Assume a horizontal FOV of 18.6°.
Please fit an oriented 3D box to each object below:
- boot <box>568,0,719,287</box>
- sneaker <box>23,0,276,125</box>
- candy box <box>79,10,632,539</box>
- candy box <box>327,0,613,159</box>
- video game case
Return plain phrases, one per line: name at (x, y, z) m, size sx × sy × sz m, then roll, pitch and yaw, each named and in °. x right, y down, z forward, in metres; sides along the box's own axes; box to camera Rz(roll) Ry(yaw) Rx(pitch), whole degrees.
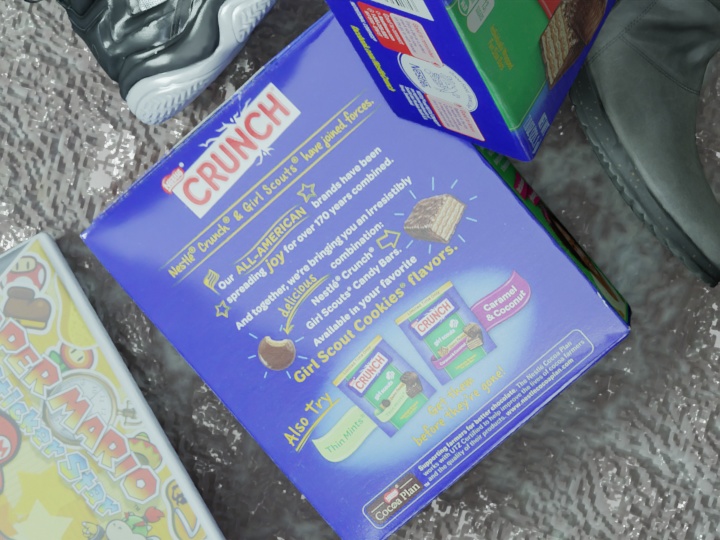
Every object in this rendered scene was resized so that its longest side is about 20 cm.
boot at (0.154, -0.103, 1.007) m, size 0.131 × 0.070 × 0.200 m, roll -32°, pitch 93°, yaw 5°
sneaker at (-0.071, -0.172, 1.011) m, size 0.114 × 0.075 × 0.200 m, roll 40°, pitch 100°, yaw -4°
candy box at (0.000, 0.000, 1.026) m, size 0.169 × 0.077 × 0.200 m, roll -40°, pitch 93°, yaw 8°
candy box at (0.067, -0.173, 0.902) m, size 0.077 × 0.169 × 0.200 m, roll 21°, pitch 76°, yaw 25°
video game case at (-0.178, 0.108, 1.027) m, size 0.182 × 0.023 × 0.200 m, roll -30°, pitch 73°, yaw -6°
